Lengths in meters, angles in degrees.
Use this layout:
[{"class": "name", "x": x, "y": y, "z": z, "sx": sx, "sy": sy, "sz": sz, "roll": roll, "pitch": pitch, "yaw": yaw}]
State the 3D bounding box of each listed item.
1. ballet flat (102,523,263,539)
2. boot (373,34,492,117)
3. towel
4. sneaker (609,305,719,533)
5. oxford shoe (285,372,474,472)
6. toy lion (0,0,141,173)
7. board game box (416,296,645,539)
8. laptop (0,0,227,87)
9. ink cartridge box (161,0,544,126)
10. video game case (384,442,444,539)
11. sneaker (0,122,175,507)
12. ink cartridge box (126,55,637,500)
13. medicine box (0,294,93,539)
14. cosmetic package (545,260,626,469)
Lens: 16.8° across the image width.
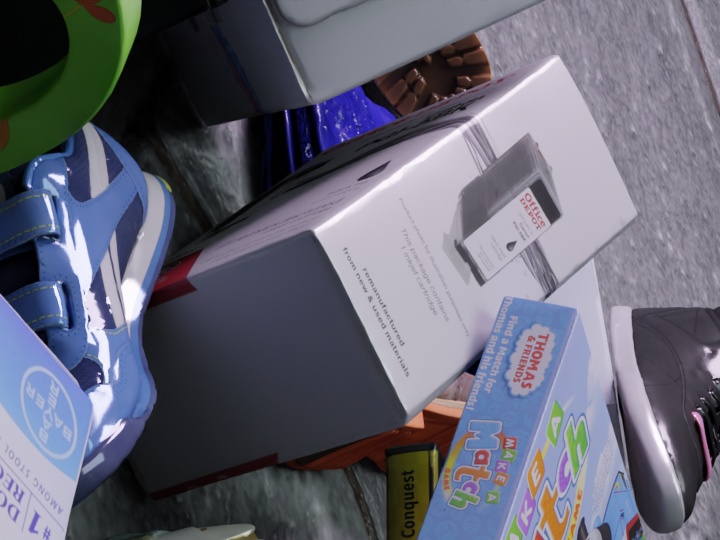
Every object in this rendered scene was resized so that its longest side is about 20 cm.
[{"class": "ballet flat", "x": -0.049, "y": 0.128, "z": 0.935, "sx": 0.200, "sy": 0.071, "sz": 0.070, "roll": 18, "pitch": 48, "yaw": -62}, {"class": "boot", "x": 0.004, "y": -0.163, "z": 1.325, "sx": 0.201, "sy": 0.075, "sz": 0.107, "roll": 63, "pitch": 3, "yaw": -1}, {"class": "towel", "x": 0.014, "y": -0.028, "z": 1.239, "sx": 0.200, "sy": 0.049, "sz": 0.149, "roll": 39, "pitch": 38, "yaw": -51}, {"class": "sneaker", "x": 0.179, "y": 0.065, "z": 1.224, "sx": 0.200, "sy": 0.098, "sz": 0.071, "roll": -83, "pitch": 165, "yaw": -68}, {"class": "oxford shoe", "x": 0.019, "y": 0.052, "z": 1.160, "sx": 0.200, "sy": 0.071, "sz": 0.073, "roll": 13, "pitch": 54, "yaw": -63}, {"class": "toy lion", "x": -0.138, "y": -0.128, "z": 0.793, "sx": 0.201, "sy": 0.190, "sz": 0.069, "roll": 58, "pitch": 25, "yaw": -27}, {"class": "board game box", "x": 0.066, "y": 0.129, "z": 0.960, "sx": 0.201, "sy": 0.036, "sz": 0.152, "roll": 66, "pitch": 39, "yaw": -52}, {"class": "laptop", "x": -0.114, "y": -0.179, "z": 0.903, "sx": 0.200, "sy": 0.115, "sz": 0.188, "roll": -39, "pitch": 109, "yaw": -43}, {"class": "ink cartridge box", "x": -0.013, "y": -0.158, "z": 1.051, "sx": 0.146, "sy": 0.144, "sz": 0.200, "roll": 67, "pitch": -15, "yaw": -8}, {"class": "video game case", "x": 0.043, "y": 0.201, "z": 1.061, "sx": 0.200, "sy": 0.025, "sz": 0.182, "roll": 66, "pitch": 20, "yaw": -56}, {"class": "sneaker", "x": -0.120, "y": 0.011, "z": 0.880, "sx": 0.082, "sy": 0.074, "sz": 0.201, "roll": 52, "pitch": 21, "yaw": -32}, {"class": "ink cartridge box", "x": 0.000, "y": 0.000, "z": 0.994, "sx": 0.200, "sy": 0.146, "sz": 0.083, "roll": -38, "pitch": 103, "yaw": -50}, {"class": "medicine box", "x": -0.176, "y": 0.063, "z": 0.663, "sx": 0.183, "sy": 0.102, "sz": 0.201, "roll": 53, "pitch": 27, "yaw": -33}, {"class": "cosmetic package", "x": 0.109, "y": 0.043, "z": 1.306, "sx": 0.200, "sy": 0.051, "sz": 0.152, "roll": 71, "pitch": 8, "yaw": -63}]
